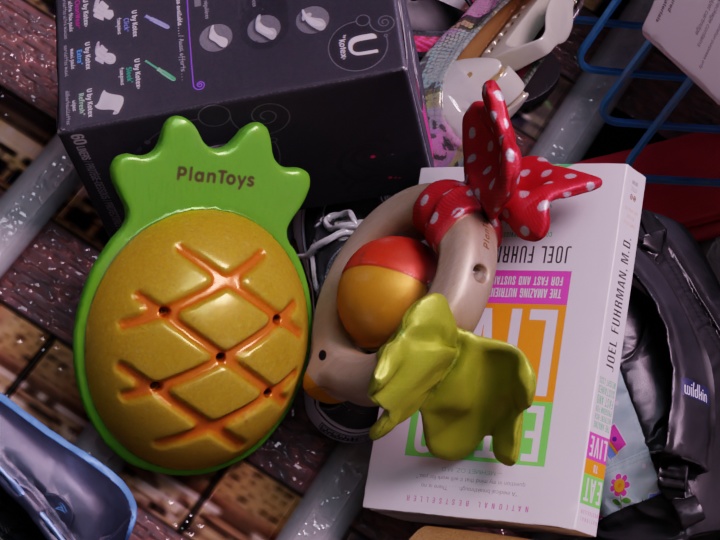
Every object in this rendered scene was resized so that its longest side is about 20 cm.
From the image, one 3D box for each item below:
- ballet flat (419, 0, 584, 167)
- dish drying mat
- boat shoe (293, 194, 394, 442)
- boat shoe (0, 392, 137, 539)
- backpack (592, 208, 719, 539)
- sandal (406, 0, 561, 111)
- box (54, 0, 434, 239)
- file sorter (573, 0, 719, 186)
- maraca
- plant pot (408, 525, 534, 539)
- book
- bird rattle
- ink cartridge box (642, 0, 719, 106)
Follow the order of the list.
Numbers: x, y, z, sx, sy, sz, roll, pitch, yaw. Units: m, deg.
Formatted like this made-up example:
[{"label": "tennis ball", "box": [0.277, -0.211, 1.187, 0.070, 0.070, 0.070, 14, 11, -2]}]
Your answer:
[{"label": "ballet flat", "box": [0.086, -0.130, 1.222, 0.069, 0.071, 0.200, 52, 57, -28]}, {"label": "dish drying mat", "box": [0.212, -0.054, 1.291, 0.200, 0.018, 0.077, -15, 64, -24]}, {"label": "boat shoe", "box": [-0.003, 0.000, 1.165, 0.073, 0.068, 0.200, 12, 58, -10]}, {"label": "boat shoe", "box": [-0.214, 0.098, 1.033, 0.200, 0.084, 0.069, 26, 45, 2]}, {"label": "backpack", "box": [0.159, 0.067, 1.128, 0.167, 0.127, 0.200, 1, 63, -53]}, {"label": "sandal", "box": [0.040, -0.165, 1.290, 0.200, 0.045, 0.075, 26, 55, 0]}, {"label": "box", "box": [-0.066, -0.104, 1.137, 0.200, 0.122, 0.106, -10, 58, 5]}, {"label": "file sorter", "box": [0.214, -0.167, 1.278, 0.139, 0.123, 0.200, 2, 53, -29]}, {"label": "maraca", "box": [-0.089, 0.016, 1.079, 0.137, 0.107, 0.200, 3, 99, -25]}, {"label": "plant pot", "box": [0.102, 0.217, 1.016, 0.200, 0.187, 0.186, 26, 55, 16]}, {"label": "book", "box": [0.083, 0.042, 1.083, 0.048, 0.133, 0.200, 25, 70, -52]}, {"label": "bird rattle", "box": [0.031, 0.002, 1.048, 0.113, 0.163, 0.200, 23, 67, -37]}, {"label": "ink cartridge box", "box": [0.281, -0.115, 1.097, 0.145, 0.084, 0.200, -11, 46, -36]}]
